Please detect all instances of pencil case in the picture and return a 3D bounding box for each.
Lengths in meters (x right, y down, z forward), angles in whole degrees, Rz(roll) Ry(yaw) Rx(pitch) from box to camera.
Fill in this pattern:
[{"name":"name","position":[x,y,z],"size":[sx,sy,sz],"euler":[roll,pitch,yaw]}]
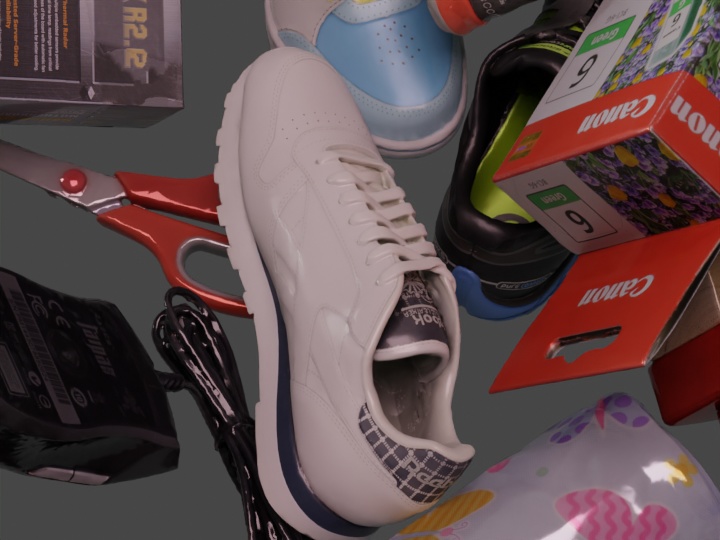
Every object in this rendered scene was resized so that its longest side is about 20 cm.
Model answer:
[{"name":"pencil case","position":[0.044,0.131,1.002],"size":[0.200,0.083,0.091],"euler":[-36,109,-15]}]

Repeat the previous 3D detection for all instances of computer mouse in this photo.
[{"name":"computer mouse","position":[-0.090,0.069,0.991],"size":[0.046,0.200,0.141],"euler":[-35,71,21]}]

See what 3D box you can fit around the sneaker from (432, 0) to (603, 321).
[{"name":"sneaker","position":[0.089,-0.073,1.090],"size":[0.070,0.083,0.200],"euler":[25,68,11]}]

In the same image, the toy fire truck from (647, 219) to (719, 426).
[{"name":"toy fire truck","position":[0.208,0.061,0.992],"size":[0.175,0.129,0.201],"euler":[-6,73,-33]}]

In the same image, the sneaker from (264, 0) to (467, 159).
[{"name":"sneaker","position":[-0.008,-0.151,1.097],"size":[0.079,0.131,0.201],"euler":[-18,69,-9]}]

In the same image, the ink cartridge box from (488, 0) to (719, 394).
[{"name":"ink cartridge box","position":[0.105,-0.052,0.990],"size":[0.050,0.109,0.201],"euler":[41,66,-17]}]

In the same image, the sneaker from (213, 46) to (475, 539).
[{"name":"sneaker","position":[0.000,0.000,1.045],"size":[0.076,0.080,0.201],"euler":[5,63,-37]}]

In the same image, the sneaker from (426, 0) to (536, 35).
[{"name":"sneaker","position":[0.077,-0.170,1.110],"size":[0.081,0.077,0.201],"euler":[-6,46,21]}]

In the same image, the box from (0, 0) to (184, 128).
[{"name":"box","position":[-0.151,-0.160,1.083],"size":[0.157,0.048,0.202],"euler":[1,84,-26]}]

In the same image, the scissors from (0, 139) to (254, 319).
[{"name":"scissors","position":[-0.105,-0.025,1.105],"size":[0.199,0.014,0.074],"euler":[9,69,1]}]
